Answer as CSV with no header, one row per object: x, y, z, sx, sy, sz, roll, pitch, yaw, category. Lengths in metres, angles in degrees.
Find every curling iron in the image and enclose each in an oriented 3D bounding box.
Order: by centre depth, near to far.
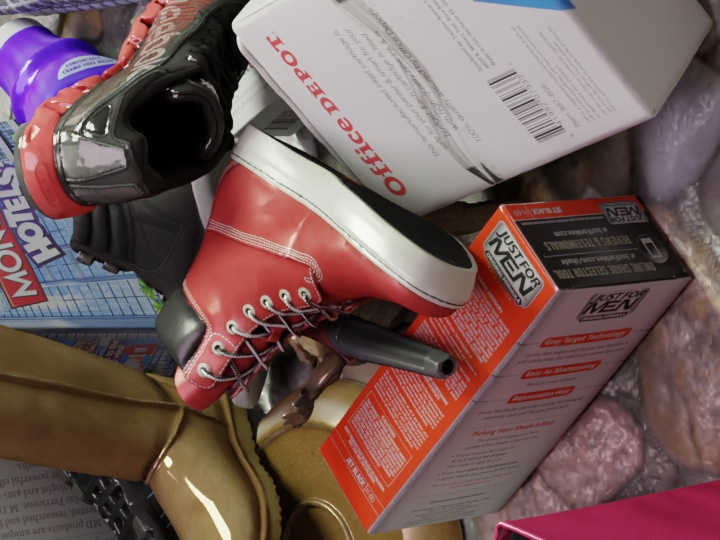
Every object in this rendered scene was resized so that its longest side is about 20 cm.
-0.013,0.042,1.484,0.200,0.026,0.050,6,66,51,curling iron

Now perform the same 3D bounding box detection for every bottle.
-0.158,-0.090,1.734,0.200,0.083,0.065,40,133,39,bottle

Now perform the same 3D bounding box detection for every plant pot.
-0.017,0.163,1.649,0.200,0.027,0.201,8,101,48,plant pot

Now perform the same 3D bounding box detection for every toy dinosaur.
0.000,0.000,1.573,0.200,0.086,0.136,-50,47,31,toy dinosaur

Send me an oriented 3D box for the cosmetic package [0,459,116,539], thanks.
-0.243,0.162,1.800,0.167,0.166,0.201,-25,75,47,cosmetic package

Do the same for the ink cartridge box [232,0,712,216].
0.053,-0.124,1.444,0.200,0.084,0.145,-22,114,47,ink cartridge box

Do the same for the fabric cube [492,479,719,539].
0.185,0.221,1.300,0.200,0.199,0.197,21,110,45,fabric cube

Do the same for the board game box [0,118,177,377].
-0.232,-0.009,1.735,0.200,0.199,0.062,60,142,24,board game box

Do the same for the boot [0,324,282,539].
-0.155,0.107,1.626,0.066,0.200,0.175,-60,30,27,boot

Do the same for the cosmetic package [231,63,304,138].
-0.027,-0.186,1.600,0.200,0.052,0.151,-38,64,44,cosmetic package

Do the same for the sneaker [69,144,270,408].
-0.109,-0.003,1.640,0.099,0.071,0.200,2,132,17,sneaker

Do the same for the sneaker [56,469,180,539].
-0.114,0.146,1.711,0.200,0.079,0.075,60,147,22,sneaker

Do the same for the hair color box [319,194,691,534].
0.073,0.050,1.478,0.200,0.101,0.061,-53,56,36,hair color box

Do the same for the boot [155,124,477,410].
-0.029,0.022,1.446,0.200,0.072,0.145,30,94,53,boot

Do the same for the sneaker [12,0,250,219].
-0.096,-0.096,1.525,0.098,0.200,0.071,0,124,37,sneaker

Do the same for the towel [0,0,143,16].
-0.183,-0.259,1.740,0.165,0.085,0.201,-3,92,48,towel
